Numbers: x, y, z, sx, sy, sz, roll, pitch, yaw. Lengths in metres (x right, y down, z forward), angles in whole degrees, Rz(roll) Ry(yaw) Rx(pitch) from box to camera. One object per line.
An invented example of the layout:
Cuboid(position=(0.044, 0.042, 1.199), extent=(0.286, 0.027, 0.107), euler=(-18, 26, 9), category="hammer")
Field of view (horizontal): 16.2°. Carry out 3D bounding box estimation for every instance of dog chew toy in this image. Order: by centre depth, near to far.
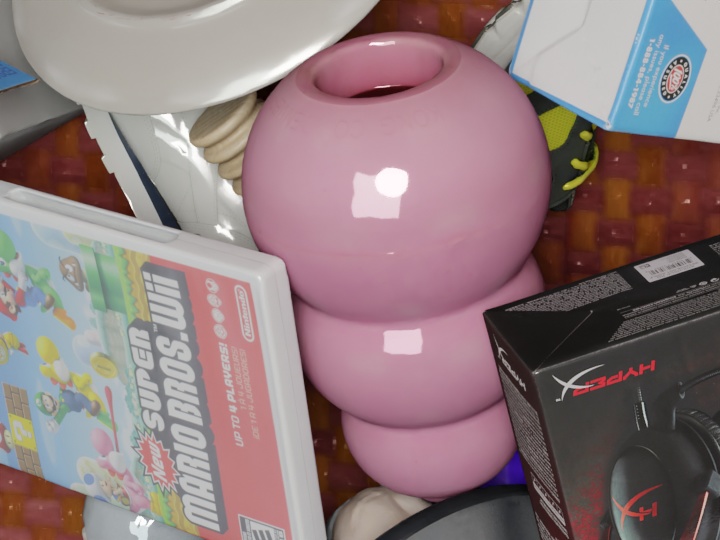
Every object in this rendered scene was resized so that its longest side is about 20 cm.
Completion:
Cuboid(position=(0.022, 0.006, 1.030), extent=(0.124, 0.125, 0.200), euler=(-1, 121, 15), category="dog chew toy")

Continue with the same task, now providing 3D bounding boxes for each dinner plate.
Cuboid(position=(-0.064, -0.152, 1.081), extent=(0.200, 0.200, 0.024), euler=(-14, 140, 17), category="dinner plate")

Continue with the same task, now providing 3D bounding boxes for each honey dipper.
Cuboid(position=(0.000, 0.000, 1.132), extent=(0.038, 0.038, 0.200), euler=(-34, 114, 18), category="honey dipper")

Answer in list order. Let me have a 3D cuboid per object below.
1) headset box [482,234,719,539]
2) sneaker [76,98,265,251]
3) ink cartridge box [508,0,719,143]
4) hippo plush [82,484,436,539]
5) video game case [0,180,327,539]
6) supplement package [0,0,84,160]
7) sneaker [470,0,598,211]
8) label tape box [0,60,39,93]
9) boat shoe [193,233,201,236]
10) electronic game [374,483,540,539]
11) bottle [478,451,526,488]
Cuboid(position=(0.147, 0.093, 0.986), extent=(0.149, 0.075, 0.200), euler=(-17, 111, -7), category="headset box")
Cuboid(position=(-0.080, -0.069, 1.156), extent=(0.080, 0.076, 0.200), euler=(-27, 99, 8), category="sneaker")
Cuboid(position=(0.167, -0.114, 1.042), extent=(0.068, 0.200, 0.116), euler=(33, 112, 45), category="ink cartridge box")
Cuboid(position=(-0.035, 0.130, 1.152), extent=(0.159, 0.200, 0.161), euler=(-48, 61, 5), category="hippo plush")
Cuboid(position=(-0.102, 0.040, 1.060), extent=(0.200, 0.017, 0.143), euler=(15, 125, 37), category="video game case")
Cuboid(position=(-0.232, -0.130, 1.154), extent=(0.117, 0.117, 0.200), euler=(-27, 92, 18), category="supplement package")
Cuboid(position=(0.082, -0.076, 1.111), extent=(0.085, 0.074, 0.200), euler=(45, 117, -4), category="sneaker")
Cuboid(position=(-0.253, -0.091, 1.029), extent=(0.200, 0.144, 0.063), euler=(30, 108, 9), category="label tape box")
Cuboid(position=(-0.119, 0.041, 1.137), extent=(0.200, 0.073, 0.065), euler=(-28, 88, 60), category="boat shoe")
Cuboid(position=(0.035, 0.180, 1.081), extent=(0.042, 0.200, 0.200), euler=(38, 113, 44), category="electronic game")
Cuboid(position=(0.117, 0.071, 1.113), extent=(0.200, 0.065, 0.084), euler=(-1, 81, 8), category="bottle")
